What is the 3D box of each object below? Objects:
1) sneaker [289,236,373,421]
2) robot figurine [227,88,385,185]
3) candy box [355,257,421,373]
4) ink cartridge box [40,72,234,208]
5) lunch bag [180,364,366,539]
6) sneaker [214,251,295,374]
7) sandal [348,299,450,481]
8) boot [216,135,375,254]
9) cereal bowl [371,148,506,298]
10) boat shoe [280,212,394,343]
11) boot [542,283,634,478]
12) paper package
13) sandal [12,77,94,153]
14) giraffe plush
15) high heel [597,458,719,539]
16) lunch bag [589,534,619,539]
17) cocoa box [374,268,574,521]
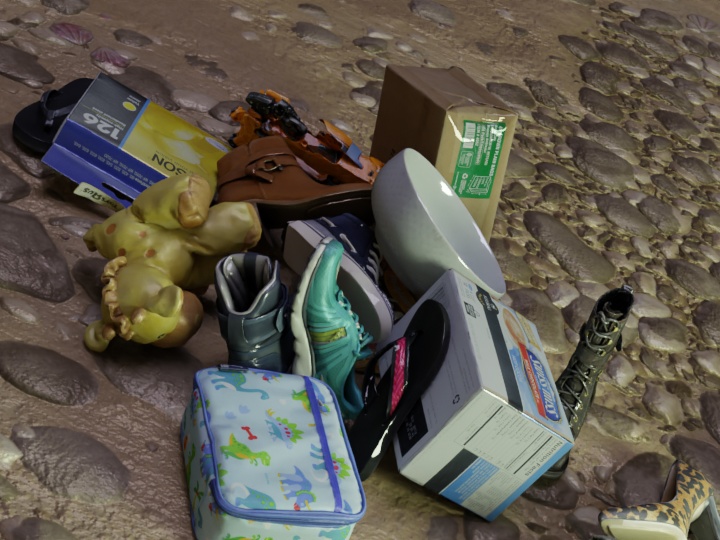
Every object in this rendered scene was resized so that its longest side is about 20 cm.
[{"bbox_3d":[-0.024,0.060,1.519,0.079,0.202,0.078,9,26,19],"label":"sneaker"},{"bbox_3d":[-0.073,-0.148,1.862,0.199,0.145,0.058,35,55,0],"label":"robot figurine"},{"bbox_3d":[0.012,0.035,1.714,0.114,0.056,0.201,8,35,-15],"label":"candy box"},{"bbox_3d":[-0.261,-0.138,1.794,0.197,0.047,0.201,31,28,-10],"label":"ink cartridge box"},{"bbox_3d":[-0.083,0.180,1.420,0.159,0.083,0.201,10,36,-21],"label":"lunch bag"},{"bbox_3d":[-0.091,0.032,1.566,0.076,0.148,0.203,0,27,17],"label":"sneaker"},{"bbox_3d":[0.028,0.114,1.491,0.045,0.201,0.075,35,-11,-26],"label":"sandal"},{"bbox_3d":[-0.075,-0.098,1.767,0.198,0.077,0.156,-19,44,3],"label":"boot"},{"bbox_3d":[0.074,-0.034,1.674,0.201,0.083,0.201,51,16,-20],"label":"cereal bowl"},{"bbox_3d":[0.000,0.000,1.639,0.092,0.075,0.200,-16,44,-31],"label":"boat shoe"},{"bbox_3d":[0.233,0.112,1.616,0.069,0.175,0.200,26,32,9],"label":"boot"},{"bbox_3d":[0.093,-0.132,1.846,0.102,0.202,0.191,0,25,-26],"label":"paper package"},{"bbox_3d":[-0.370,-0.203,1.860,0.075,0.043,0.200,23,32,3],"label":"sandal"},{"bbox_3d":[-0.210,0.007,1.554,0.198,0.173,0.163,14,49,-19],"label":"giraffe plush"},{"bbox_3d":[0.300,0.239,1.555,0.199,0.072,0.143,21,34,-32],"label":"high heel"},{"bbox_3d":[0.288,0.339,1.366,0.162,0.118,0.201,14,37,-10],"label":"lunch bag"},{"bbox_3d":[0.113,0.127,1.537,0.131,0.133,0.201,31,26,-26],"label":"cocoa box"}]
